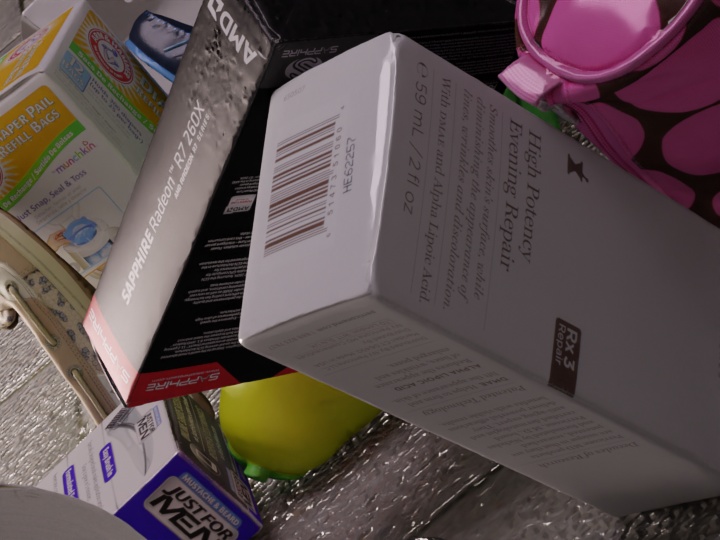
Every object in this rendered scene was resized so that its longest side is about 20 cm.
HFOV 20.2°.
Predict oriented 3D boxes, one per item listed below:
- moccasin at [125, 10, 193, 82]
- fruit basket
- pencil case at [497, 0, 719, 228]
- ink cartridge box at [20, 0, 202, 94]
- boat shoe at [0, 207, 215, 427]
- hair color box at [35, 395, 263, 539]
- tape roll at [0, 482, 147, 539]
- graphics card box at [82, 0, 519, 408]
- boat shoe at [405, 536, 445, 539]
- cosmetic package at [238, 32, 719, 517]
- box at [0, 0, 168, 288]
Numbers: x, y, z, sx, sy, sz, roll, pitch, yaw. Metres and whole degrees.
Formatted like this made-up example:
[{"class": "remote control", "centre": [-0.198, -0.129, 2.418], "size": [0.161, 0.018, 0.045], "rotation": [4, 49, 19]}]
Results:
[{"class": "moccasin", "centre": [-0.040, -0.114, 1.194], "size": [0.068, 0.200, 0.080], "rotation": [-66, -9, 9]}, {"class": "fruit basket", "centre": [0.000, 0.000, 0.988], "size": [0.155, 0.216, 0.215], "rotation": [-10, 3, -33]}, {"class": "pencil case", "centre": [0.131, -0.059, 0.768], "size": [0.091, 0.200, 0.094], "rotation": [33, 87, 43]}, {"class": "ink cartridge box", "centre": [-0.141, -0.138, 1.367], "size": [0.129, 0.125, 0.200], "rotation": [-51, -10, -25]}, {"class": "boat shoe", "centre": [-0.170, 0.030, 1.110], "size": [0.063, 0.200, 0.073], "rotation": [-47, -5, -5]}, {"class": "hair color box", "centre": [-0.144, 0.152, 0.988], "size": [0.200, 0.065, 0.109], "rotation": [-45, 20, 6]}, {"class": "tape roll", "centre": [-0.131, 0.179, 0.731], "size": [0.037, 0.203, 0.203], "rotation": [-18, 30, 47]}, {"class": "graphics card box", "centre": [-0.024, -0.036, 0.796], "size": [0.125, 0.051, 0.200], "rotation": [-10, -37, -33]}, {"class": "boat shoe", "centre": [-0.018, 0.170, 0.746], "size": [0.072, 0.068, 0.200], "rotation": [-16, 31, 51]}, {"class": "cosmetic package", "centre": [0.056, 0.008, 0.720], "size": [0.074, 0.200, 0.102], "rotation": [-20, 55, 45]}, {"class": "box", "centre": [-0.147, -0.042, 1.199], "size": [0.101, 0.200, 0.113], "rotation": [-33, 22, 21]}]
